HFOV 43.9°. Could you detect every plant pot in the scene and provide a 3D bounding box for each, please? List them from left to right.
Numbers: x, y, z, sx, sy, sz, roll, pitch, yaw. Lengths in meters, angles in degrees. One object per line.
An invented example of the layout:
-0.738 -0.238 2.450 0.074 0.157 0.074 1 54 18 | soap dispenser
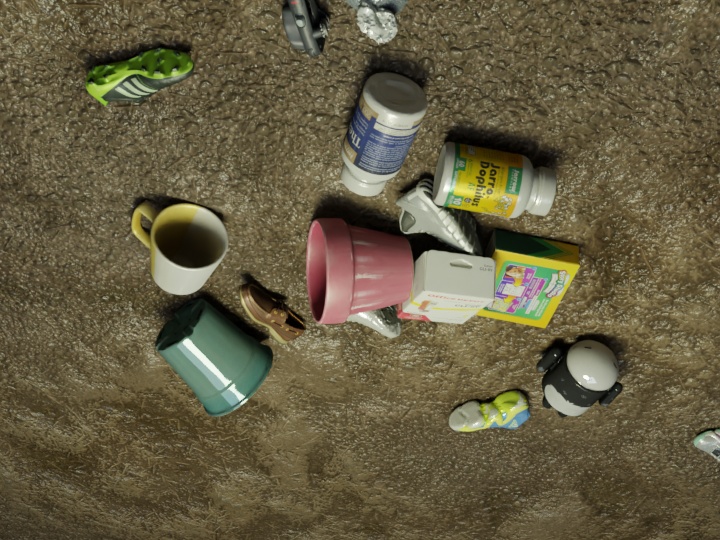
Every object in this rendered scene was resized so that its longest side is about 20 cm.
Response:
-0.329 0.180 1.950 0.200 0.201 0.196 -25 122 30 | plant pot
0.000 0.000 1.716 0.178 0.201 0.201 -1 139 -14 | plant pot

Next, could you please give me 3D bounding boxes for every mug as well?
-0.355 -0.044 1.766 0.149 0.187 0.153 -13 156 -28 | mug

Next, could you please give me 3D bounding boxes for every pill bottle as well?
0.031 -0.224 1.513 0.110 0.111 0.200 15 137 -9 | pill bottle
0.234 -0.154 1.564 0.199 0.113 0.113 10 138 -4 | pill bottle

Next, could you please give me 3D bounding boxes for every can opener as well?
-0.095 -0.415 1.357 0.078 0.064 0.201 -3 137 11 | can opener

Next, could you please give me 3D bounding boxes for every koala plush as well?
-0.005 -0.432 1.258 0.183 0.178 0.200 -24 134 35 | koala plush

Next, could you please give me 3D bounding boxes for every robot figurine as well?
0.476 0.237 1.953 0.149 0.125 0.200 -1 143 -28 | robot figurine

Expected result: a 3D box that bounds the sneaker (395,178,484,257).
0.142 -0.082 1.693 0.115 0.075 0.200 -24 119 36 | sneaker

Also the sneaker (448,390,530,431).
0.316 0.357 2.136 0.199 0.076 0.105 -20 132 25 | sneaker

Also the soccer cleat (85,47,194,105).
-0.364 -0.322 1.501 0.199 0.068 0.081 -6 154 15 | soccer cleat

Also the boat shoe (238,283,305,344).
-0.187 0.085 1.911 0.067 0.072 0.200 -21 137 20 | boat shoe

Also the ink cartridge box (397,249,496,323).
0.163 0.037 1.736 0.144 0.084 0.200 6 162 -10 | ink cartridge box

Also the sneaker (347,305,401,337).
0.000 0.080 1.886 0.200 0.078 0.099 39 136 -19 | sneaker

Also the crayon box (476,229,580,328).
0.320 0.020 1.782 0.171 0.059 0.201 10 138 -6 | crayon box

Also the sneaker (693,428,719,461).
0.899 0.460 2.126 0.199 0.140 0.078 9 138 -3 | sneaker
